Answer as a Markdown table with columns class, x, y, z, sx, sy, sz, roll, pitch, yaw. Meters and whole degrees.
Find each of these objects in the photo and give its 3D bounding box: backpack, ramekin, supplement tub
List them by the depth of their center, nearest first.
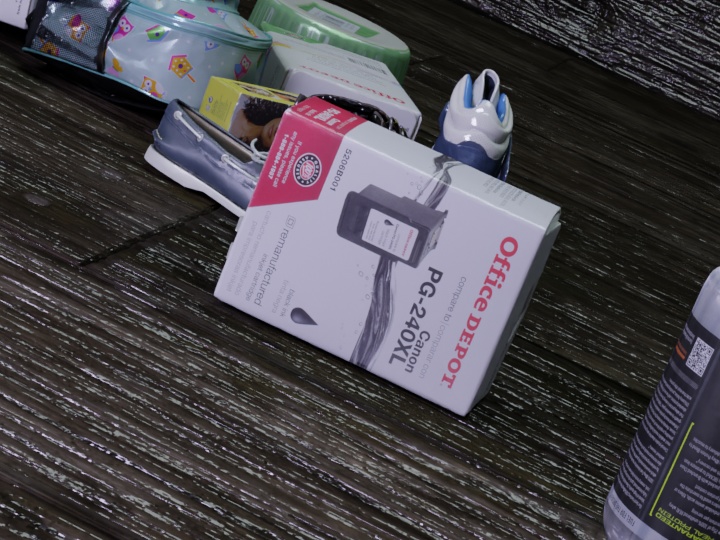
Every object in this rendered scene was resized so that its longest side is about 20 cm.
| class | x | y | z | sx | sy | sz | roll | pitch | yaw |
| --- | --- | --- | --- | --- | --- | --- | --- | --- | --- |
| supplement tub | 0.215 | 0.109 | 1.088 | 0.121 | 0.202 | 0.123 | 22 | 14 | -6 |
| backpack | -0.179 | -0.218 | 1.754 | 0.199 | 0.154 | 0.175 | 31 | 12 | 21 |
| ramekin | -0.041 | -0.231 | 2.100 | 0.198 | 0.099 | 0.200 | 21 | 15 | -6 |

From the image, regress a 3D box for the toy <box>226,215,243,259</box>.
| class | x | y | z | sx | sy | sz | roll | pitch | yaw |
| --- | --- | --- | --- | --- | --- | --- | --- | --- | --- |
| toy | 0.000 | 0.000 | 1.452 | 0.198 | 0.048 | 0.115 | 21 | 16 | -5 |

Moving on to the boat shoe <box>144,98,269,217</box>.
| class | x | y | z | sx | sy | sz | roll | pitch | yaw |
| --- | --- | --- | --- | --- | --- | --- | --- | --- | --- |
| boat shoe | -0.082 | -0.076 | 1.569 | 0.199 | 0.062 | 0.075 | 29 | 14 | 20 |

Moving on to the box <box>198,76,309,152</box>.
| class | x | y | z | sx | sy | sz | roll | pitch | yaw |
| --- | --- | --- | --- | --- | --- | --- | --- | --- | --- |
| box | -0.059 | -0.119 | 1.735 | 0.199 | 0.076 | 0.050 | 6 | 19 | -45 |

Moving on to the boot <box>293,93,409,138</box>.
| class | x | y | z | sx | sy | sz | roll | pitch | yaw |
| --- | --- | --- | --- | --- | --- | --- | --- | --- | --- |
| boot | 0.048 | -0.082 | 1.658 | 0.199 | 0.070 | 0.174 | 20 | -14 | 30 |

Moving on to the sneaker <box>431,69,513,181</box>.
| class | x | y | z | sx | sy | sz | roll | pitch | yaw |
| --- | --- | --- | --- | --- | --- | --- | --- | --- | --- |
| sneaker | 0.108 | -0.125 | 1.857 | 0.080 | 0.148 | 0.200 | 22 | 15 | -1 |

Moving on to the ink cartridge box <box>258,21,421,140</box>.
| class | x | y | z | sx | sy | sz | roll | pitch | yaw |
| --- | --- | --- | --- | --- | --- | --- | --- | --- | --- |
| ink cartridge box | -0.035 | -0.166 | 1.910 | 0.144 | 0.088 | 0.200 | 18 | 14 | -16 |

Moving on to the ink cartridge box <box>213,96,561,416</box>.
| class | x | y | z | sx | sy | sz | roll | pitch | yaw |
| --- | --- | --- | --- | --- | --- | --- | --- | --- | --- |
| ink cartridge box | 0.021 | -0.011 | 1.326 | 0.198 | 0.146 | 0.083 | 25 | 14 | 8 |

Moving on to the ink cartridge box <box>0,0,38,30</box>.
| class | x | y | z | sx | sy | sz | roll | pitch | yaw |
| --- | --- | --- | --- | --- | --- | --- | --- | --- | --- |
| ink cartridge box | -0.351 | -0.292 | 1.840 | 0.198 | 0.085 | 0.146 | 20 | 12 | 23 |
